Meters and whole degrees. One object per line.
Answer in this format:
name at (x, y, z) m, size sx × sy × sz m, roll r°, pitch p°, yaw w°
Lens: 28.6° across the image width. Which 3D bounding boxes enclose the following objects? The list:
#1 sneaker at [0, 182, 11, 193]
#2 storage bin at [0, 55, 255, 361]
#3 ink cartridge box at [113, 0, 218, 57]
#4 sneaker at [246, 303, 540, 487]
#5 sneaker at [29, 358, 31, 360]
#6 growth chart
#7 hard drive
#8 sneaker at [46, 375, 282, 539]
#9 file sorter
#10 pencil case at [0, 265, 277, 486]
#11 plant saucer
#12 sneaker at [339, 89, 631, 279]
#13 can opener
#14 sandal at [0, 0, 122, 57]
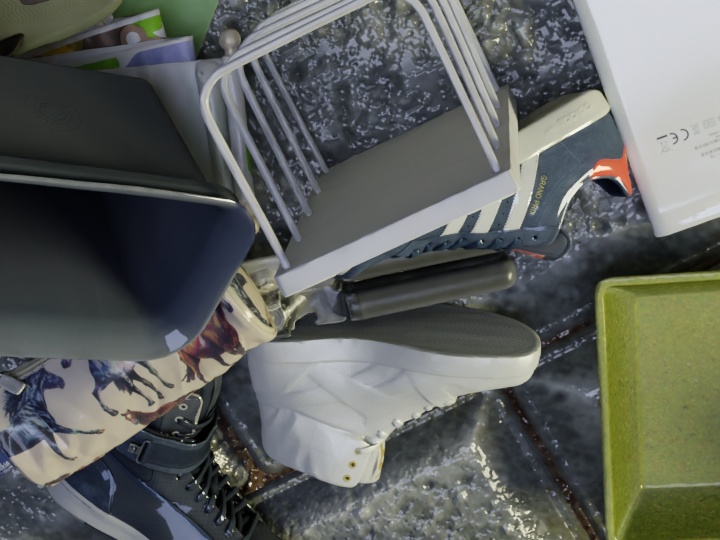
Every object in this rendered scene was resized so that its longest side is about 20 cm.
sneaker at (-0.244, 0.001, 0.912) m, size 0.079 × 0.076 × 0.200 m, roll 27°, pitch 146°, yaw -17°
storage bin at (-0.181, -0.037, 0.771) m, size 0.199 × 0.135 × 0.146 m, roll 5°, pitch 132°, yaw -35°
ink cartridge box at (-0.144, -0.213, 0.858) m, size 0.145 × 0.048 × 0.201 m, roll 23°, pitch 109°, yaw -4°
sneaker at (0.024, 0.088, 0.949) m, size 0.199 × 0.074 × 0.116 m, roll 1°, pitch 113°, yaw 15°
sneaker at (-0.179, 0.016, 0.941) m, size 0.200 × 0.066 × 0.091 m, roll -42°, pitch 97°, yaw 16°
growth chart at (-0.158, -0.096, 0.882) m, size 0.199 × 0.018 × 0.146 m, roll 2°, pitch 98°, yaw 16°
hard drive at (0.212, -0.133, 0.867) m, size 0.131 × 0.026 × 0.201 m, roll -19°, pitch 108°, yaw 12°
sneaker at (-0.102, 0.140, 0.972) m, size 0.202 × 0.077 × 0.147 m, roll 29°, pitch 113°, yaw -5°
file sorter at (0.003, -0.098, 0.807) m, size 0.138 × 0.200 × 0.125 m, roll -24°, pitch 105°, yaw 13°
pencil case at (-0.146, 0.054, 0.873) m, size 0.200 × 0.078 × 0.089 m, roll -34°, pitch 136°, yaw 13°
plant saucer at (0.258, 0.084, 0.935) m, size 0.199 × 0.048 × 0.201 m, roll -4°, pitch 111°, yaw 7°
sneaker at (0.079, -0.031, 0.868) m, size 0.199 × 0.075 × 0.085 m, roll -29°, pitch 98°, yaw -3°
can opener at (0.000, 0.000, 0.930) m, size 0.199 × 0.067 × 0.054 m, roll -11°, pitch 109°, yaw -5°
sandal at (-0.222, -0.143, 0.797) m, size 0.200 × 0.057 × 0.080 m, roll -33°, pitch 109°, yaw -16°
